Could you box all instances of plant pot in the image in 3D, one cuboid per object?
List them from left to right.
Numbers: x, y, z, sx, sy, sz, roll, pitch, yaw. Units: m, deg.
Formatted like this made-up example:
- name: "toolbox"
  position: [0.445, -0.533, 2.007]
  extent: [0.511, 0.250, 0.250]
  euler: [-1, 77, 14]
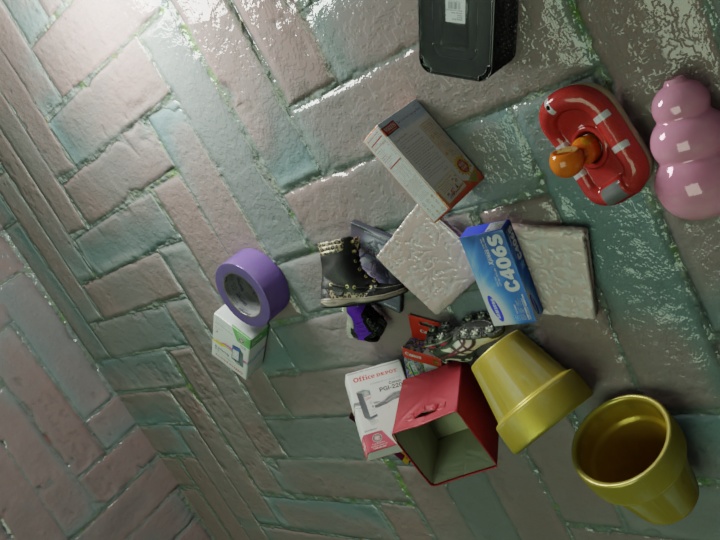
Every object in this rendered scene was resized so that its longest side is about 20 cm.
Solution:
- name: "plant pot"
  position: [0.329, 0.234, 1.401]
  extent: [0.189, 0.200, 0.201]
  euler: [52, 142, 20]
- name: "plant pot"
  position: [0.532, 0.371, 1.313]
  extent: [0.200, 0.202, 0.189]
  euler: [-16, 125, 47]

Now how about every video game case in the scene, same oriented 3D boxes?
- name: "video game case"
  position: [0.039, -0.008, 1.598]
  extent: [0.142, 0.019, 0.202]
  euler: [24, 134, 27]

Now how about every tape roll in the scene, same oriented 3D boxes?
- name: "tape roll"
  position: [-0.294, 0.047, 1.890]
  extent: [0.199, 0.085, 0.202]
  euler: [24, 133, 28]

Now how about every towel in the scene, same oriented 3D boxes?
- name: "towel"
  position: [0.148, -0.025, 1.449]
  extent: [0.191, 0.032, 0.200]
  euler: [43, 136, 3]
- name: "towel"
  position: [0.344, -0.002, 1.316]
  extent: [0.198, 0.032, 0.193]
  euler: [6, 125, 40]

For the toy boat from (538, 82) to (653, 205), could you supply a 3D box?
- name: "toy boat"
  position: [0.343, -0.186, 1.075]
  extent: [0.201, 0.130, 0.130]
  euler: [59, 153, 6]

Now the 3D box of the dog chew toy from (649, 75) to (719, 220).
- name: "dog chew toy"
  position: [0.476, -0.178, 0.999]
  extent: [0.124, 0.124, 0.202]
  euler: [-9, 106, 45]

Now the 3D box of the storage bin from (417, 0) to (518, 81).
- name: "storage bin"
  position: [0.170, -0.418, 1.104]
  extent: [0.134, 0.094, 0.202]
  euler: [19, 132, 31]

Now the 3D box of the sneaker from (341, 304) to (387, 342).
- name: "sneaker"
  position: [0.018, 0.108, 1.659]
  extent: [0.099, 0.070, 0.201]
  euler: [20, 149, 17]

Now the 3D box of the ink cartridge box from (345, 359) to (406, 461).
- name: "ink cartridge box"
  position: [0.056, 0.334, 1.677]
  extent: [0.085, 0.144, 0.202]
  euler: [91, 163, -61]

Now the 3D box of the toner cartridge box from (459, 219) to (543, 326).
- name: "toner cartridge box"
  position: [0.269, 0.008, 1.327]
  extent: [0.094, 0.043, 0.202]
  euler: [-10, 114, 40]

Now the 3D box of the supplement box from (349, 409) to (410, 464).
- name: "supplement box"
  position: [0.086, 0.375, 1.785]
  extent: [0.199, 0.103, 0.132]
  euler: [35, 139, 17]

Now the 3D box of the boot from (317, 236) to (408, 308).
- name: "boot"
  position: [0.000, 0.000, 1.549]
  extent: [0.197, 0.073, 0.153]
  euler: [-9, 85, 5]

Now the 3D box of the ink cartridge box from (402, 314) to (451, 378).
- name: "ink cartridge box"
  position: [0.157, 0.208, 1.632]
  extent: [0.108, 0.050, 0.202]
  euler: [13, 129, 35]

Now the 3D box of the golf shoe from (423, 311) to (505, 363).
- name: "golf shoe"
  position: [0.234, 0.147, 1.500]
  extent: [0.199, 0.077, 0.088]
  euler: [-16, 120, 41]

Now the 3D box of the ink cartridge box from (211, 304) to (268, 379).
- name: "ink cartridge box"
  position: [-0.360, 0.206, 2.071]
  extent: [0.145, 0.087, 0.201]
  euler: [34, 139, 16]

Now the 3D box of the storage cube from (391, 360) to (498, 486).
- name: "storage cube"
  position: [0.193, 0.335, 1.545]
  extent: [0.170, 0.180, 0.201]
  euler: [-26, 114, 26]

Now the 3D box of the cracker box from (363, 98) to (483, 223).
- name: "cracker box"
  position: [0.118, -0.204, 1.284]
  extent: [0.200, 0.134, 0.058]
  euler: [49, 141, 0]
